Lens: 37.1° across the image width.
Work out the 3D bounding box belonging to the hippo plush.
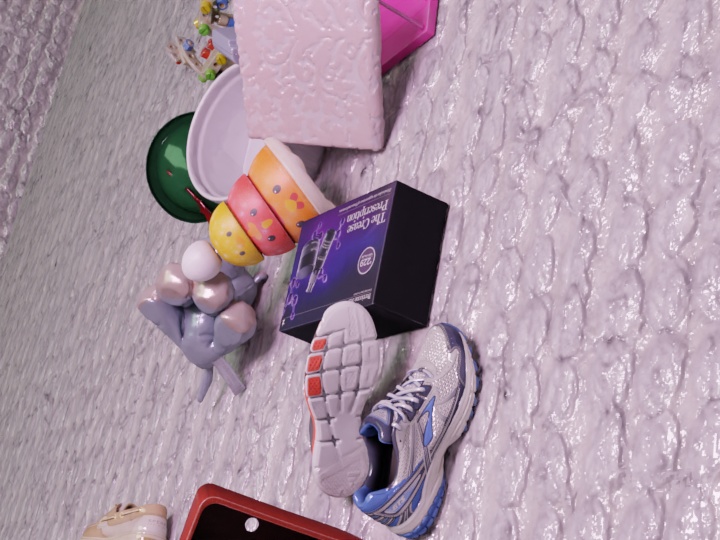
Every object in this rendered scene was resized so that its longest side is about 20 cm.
[{"bbox_3d":[-0.180,0.039,1.439,0.157,0.201,0.161,-15,28,34],"label":"hippo plush"}]

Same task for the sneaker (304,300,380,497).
[{"bbox_3d":[-0.029,0.127,1.108,0.082,0.076,0.204,-140,54,-73],"label":"sneaker"}]

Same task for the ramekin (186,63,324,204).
[{"bbox_3d":[-0.139,-0.179,1.484,0.198,0.104,0.204,-15,67,38],"label":"ramekin"}]

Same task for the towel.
[{"bbox_3d":[-0.061,-0.251,1.311,0.032,0.188,0.203,-49,-39,-57],"label":"towel"}]

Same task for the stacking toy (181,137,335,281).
[{"bbox_3d":[-0.136,-0.052,1.327,0.199,0.147,0.146,-39,31,-1],"label":"stacking toy"}]

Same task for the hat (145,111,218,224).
[{"bbox_3d":[-0.203,-0.120,1.572,0.165,0.201,0.176,-42,34,-9],"label":"hat"}]

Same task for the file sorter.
[{"bbox_3d":[0.016,-0.379,1.376,0.138,0.124,0.203,-27,48,50],"label":"file sorter"}]

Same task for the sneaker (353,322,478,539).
[{"bbox_3d":[0.047,0.140,0.992,0.077,0.084,0.203,-8,63,58],"label":"sneaker"}]

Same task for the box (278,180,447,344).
[{"bbox_3d":[0.000,0.000,1.187,0.199,0.078,0.144,-20,56,55],"label":"box"}]

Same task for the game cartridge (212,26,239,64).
[{"bbox_3d":[-0.098,-0.315,1.476,0.133,0.197,0.041,-131,38,-58],"label":"game cartridge"}]

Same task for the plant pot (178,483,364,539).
[{"bbox_3d":[-0.109,0.315,1.048,0.203,0.197,0.176,-67,17,1],"label":"plant pot"}]

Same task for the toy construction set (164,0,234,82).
[{"bbox_3d":[-0.264,-0.397,1.877,0.199,0.130,0.094,-29,45,50],"label":"toy construction set"}]

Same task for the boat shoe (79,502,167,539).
[{"bbox_3d":[-0.331,0.365,1.523,0.198,0.073,0.070,-16,53,45],"label":"boat shoe"}]
